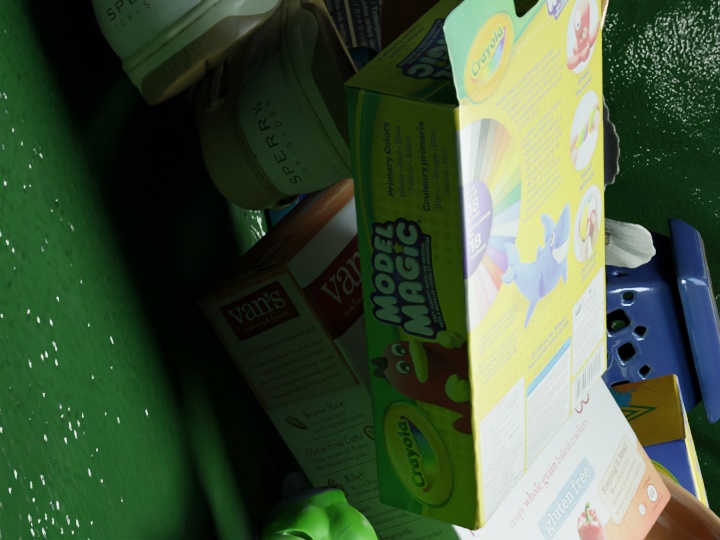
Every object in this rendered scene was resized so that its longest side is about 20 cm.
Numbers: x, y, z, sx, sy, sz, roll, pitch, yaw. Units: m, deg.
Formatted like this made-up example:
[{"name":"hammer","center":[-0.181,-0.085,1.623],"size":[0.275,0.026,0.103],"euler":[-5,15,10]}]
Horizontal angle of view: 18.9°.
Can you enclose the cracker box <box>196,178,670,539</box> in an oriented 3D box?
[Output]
[{"name":"cracker box","center":[0.036,0.054,0.880],"size":[0.201,0.058,0.134],"euler":[57,40,-12]}]

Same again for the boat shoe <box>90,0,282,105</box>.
[{"name":"boat shoe","center":[-0.063,-0.119,0.782],"size":[0.067,0.074,0.200],"euler":[53,9,-14]}]

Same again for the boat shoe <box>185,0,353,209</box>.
[{"name":"boat shoe","center":[-0.034,-0.069,0.843],"size":[0.074,0.066,0.200],"euler":[63,3,-10]}]

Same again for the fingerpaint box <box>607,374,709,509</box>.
[{"name":"fingerpaint box","center":[0.102,0.170,1.093],"size":[0.073,0.166,0.201],"euler":[-81,157,-66]}]

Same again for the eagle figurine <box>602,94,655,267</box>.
[{"name":"eagle figurine","center":[0.089,-0.065,1.346],"size":[0.151,0.151,0.201],"euler":[7,70,-75]}]

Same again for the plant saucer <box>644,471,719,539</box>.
[{"name":"plant saucer","center":[0.102,0.162,0.948],"size":[0.201,0.199,0.038],"euler":[-93,-155,-44]}]

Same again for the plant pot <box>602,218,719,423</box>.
[{"name":"plant pot","center":[0.292,0.061,2.298],"size":[0.200,0.179,0.201],"euler":[-77,153,-67]}]

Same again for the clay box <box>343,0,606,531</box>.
[{"name":"clay box","center":[0.045,-0.023,0.771],"size":[0.115,0.047,0.201],"euler":[-45,138,-47]}]

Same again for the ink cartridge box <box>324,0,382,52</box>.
[{"name":"ink cartridge box","center":[0.009,-0.114,1.188],"size":[0.200,0.075,0.166],"euler":[5,74,-79]}]

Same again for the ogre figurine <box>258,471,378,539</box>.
[{"name":"ogre figurine","center":[0.005,0.154,0.770],"size":[0.200,0.098,0.120],"euler":[35,33,-17]}]

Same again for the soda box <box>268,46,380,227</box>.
[{"name":"soda box","center":[0.000,0.000,1.020],"size":[0.068,0.064,0.201],"euler":[-10,88,-80]}]

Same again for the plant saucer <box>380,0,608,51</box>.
[{"name":"plant saucer","center":[0.052,-0.129,0.936],"size":[0.200,0.032,0.202],"euler":[-174,-90,-69]}]
